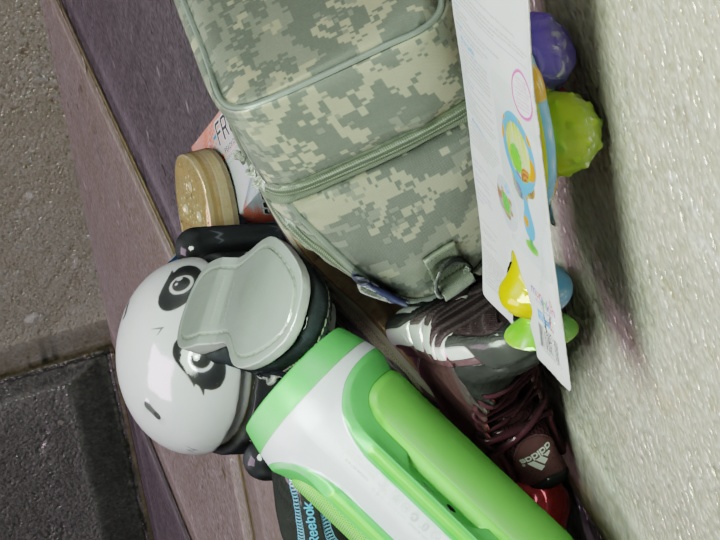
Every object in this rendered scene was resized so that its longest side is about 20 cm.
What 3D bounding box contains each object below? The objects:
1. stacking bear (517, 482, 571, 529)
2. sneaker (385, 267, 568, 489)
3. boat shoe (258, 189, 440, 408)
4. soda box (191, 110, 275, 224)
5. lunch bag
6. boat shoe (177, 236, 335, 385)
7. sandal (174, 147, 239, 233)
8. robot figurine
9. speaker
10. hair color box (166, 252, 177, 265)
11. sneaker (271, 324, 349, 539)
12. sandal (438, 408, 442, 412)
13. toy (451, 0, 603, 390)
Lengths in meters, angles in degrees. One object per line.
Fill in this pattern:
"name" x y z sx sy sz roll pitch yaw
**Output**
"stacking bear" 0.063 0.185 1.594 0.200 0.113 0.122 107 146 -80
"sneaker" 0.083 0.062 1.443 0.116 0.075 0.200 61 171 -7
"boat shoe" 0.000 0.000 1.586 0.200 0.072 0.065 49 150 1
"soda box" -0.043 -0.086 1.746 0.200 0.063 0.069 135 120 -63
"lunch bag" -0.003 -0.096 1.468 0.168 0.139 0.200 59 -176 -40
"boat shoe" -0.044 0.025 1.538 0.076 0.060 0.200 -71 17 -2
"sandal" -0.109 0.033 1.792 0.078 0.069 0.213 17 119 63
"robot figurine" -0.050 0.048 1.709 0.150 0.199 0.126 28 117 58
"speaker" 0.037 0.123 1.433 0.200 0.088 0.089 43 164 7
"hair color box" -0.052 0.059 1.894 0.201 0.060 0.100 63 -162 -10
"sneaker" -0.011 0.084 1.565 0.201 0.073 0.082 -89 -13 -54
"sandal" 0.008 0.150 1.663 0.054 0.201 0.080 33 -163 13
"toy" 0.081 -0.060 1.282 0.115 0.047 0.201 -128 30 -61
